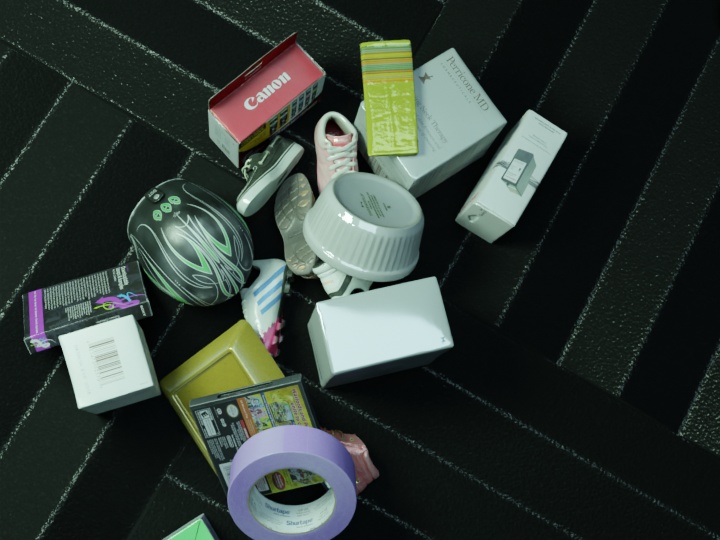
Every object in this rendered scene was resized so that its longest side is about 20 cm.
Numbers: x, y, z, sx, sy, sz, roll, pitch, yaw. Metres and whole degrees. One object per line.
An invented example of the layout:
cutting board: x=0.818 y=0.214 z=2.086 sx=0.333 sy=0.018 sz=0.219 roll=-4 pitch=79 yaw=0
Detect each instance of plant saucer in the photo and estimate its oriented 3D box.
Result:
plant saucer: x=-0.215 y=0.216 z=1.578 sx=0.200 sy=0.048 sz=0.200 roll=-36 pitch=84 yaw=17

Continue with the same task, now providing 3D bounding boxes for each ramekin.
ramekin: x=0.013 y=-0.079 z=1.601 sx=0.202 sy=0.094 sz=0.203 roll=15 pitch=35 yaw=-11

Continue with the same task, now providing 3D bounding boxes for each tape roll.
tape roll: x=-0.106 y=0.340 z=1.519 sx=0.199 sy=0.066 sz=0.201 roll=-1 pitch=120 yaw=-1

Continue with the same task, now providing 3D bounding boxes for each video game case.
video game case: x=-0.151 y=0.267 z=1.532 sx=0.180 sy=0.026 sz=0.201 roll=-14 pitch=117 yaw=6

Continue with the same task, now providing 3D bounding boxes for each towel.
towel: x=0.048 y=-0.286 z=1.611 sx=0.086 sy=0.018 sz=0.201 roll=-3 pitch=78 yaw=-1

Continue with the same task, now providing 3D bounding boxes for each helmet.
helmet: x=-0.271 y=-0.038 z=1.607 sx=0.200 sy=0.200 sz=0.191 roll=-42 pitch=69 yaw=-13

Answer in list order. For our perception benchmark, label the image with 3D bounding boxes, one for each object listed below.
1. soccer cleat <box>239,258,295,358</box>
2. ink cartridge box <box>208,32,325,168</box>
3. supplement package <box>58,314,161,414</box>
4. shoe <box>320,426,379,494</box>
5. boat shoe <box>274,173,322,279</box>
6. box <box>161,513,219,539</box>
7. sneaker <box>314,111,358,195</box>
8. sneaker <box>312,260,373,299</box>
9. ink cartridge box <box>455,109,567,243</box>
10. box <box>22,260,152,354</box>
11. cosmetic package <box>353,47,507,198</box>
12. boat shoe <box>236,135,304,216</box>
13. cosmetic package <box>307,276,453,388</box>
soccer cleat: x=-0.170 y=0.075 z=1.654 sx=0.086 sy=0.070 sz=0.201 roll=9 pitch=72 yaw=5
ink cartridge box: x=-0.162 y=-0.291 z=1.671 sx=0.200 sy=0.176 sz=0.084 roll=-42 pitch=86 yaw=-13
supplement package: x=-0.390 y=0.152 z=1.535 sx=0.117 sy=0.200 sz=0.117 roll=-18 pitch=82 yaw=-11
shoe: x=-0.054 y=0.287 z=1.621 sx=0.091 sy=0.071 sz=0.200 roll=-35 pitch=90 yaw=-14
boat shoe: x=-0.100 y=-0.073 z=1.690 sx=0.075 sy=0.072 sz=0.201 roll=-16 pitch=63 yaw=20
box: x=-0.233 y=0.488 z=1.497 sx=0.097 sy=0.176 sz=0.200 roll=-31 pitch=83 yaw=-12
sneaker: x=-0.037 y=-0.183 z=1.702 sx=0.075 sy=0.105 sz=0.201 roll=-11 pitch=81 yaw=-11
sneaker: x=0.000 y=0.000 z=1.658 sx=0.200 sy=0.074 sz=0.080 roll=-24 pitch=93 yaw=-45
ink cartridge box: x=0.263 y=-0.161 z=1.714 sx=0.084 sy=0.146 sz=0.200 roll=32 pitch=76 yaw=-1
box: x=-0.447 y=0.057 z=1.587 sx=0.199 sy=0.143 sz=0.036 roll=-18 pitch=123 yaw=-9
cosmetic package: x=0.113 y=-0.246 z=1.702 sx=0.200 sy=0.166 sz=0.168 roll=-33 pitch=83 yaw=-13
boat shoe: x=-0.170 y=-0.165 z=1.674 sx=0.064 sy=0.071 sz=0.200 roll=32 pitch=44 yaw=2
cosmetic package: x=0.027 y=0.105 z=1.600 sx=0.199 sy=0.200 sz=0.123 roll=-12 pitch=80 yaw=-10
